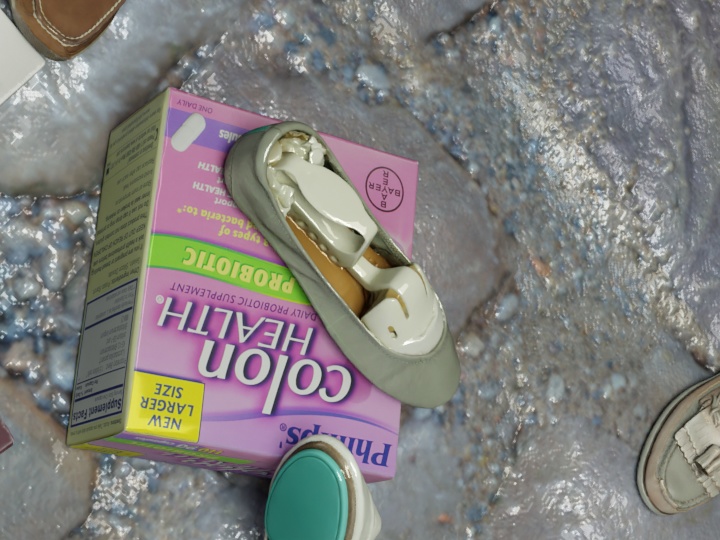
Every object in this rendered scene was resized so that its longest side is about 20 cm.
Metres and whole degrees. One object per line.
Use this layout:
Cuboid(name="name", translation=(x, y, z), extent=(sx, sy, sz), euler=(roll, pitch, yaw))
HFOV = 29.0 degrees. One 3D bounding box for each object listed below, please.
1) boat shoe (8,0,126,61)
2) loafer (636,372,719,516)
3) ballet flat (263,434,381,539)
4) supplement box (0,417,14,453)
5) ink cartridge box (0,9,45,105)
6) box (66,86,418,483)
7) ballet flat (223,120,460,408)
Cuboid(name="boat shoe", translation=(-0.147, -0.213, 0.841), extent=(0.076, 0.071, 0.202), euler=(38, 54, -27))
Cuboid(name="loafer", translation=(0.287, 0.111, 1.056), extent=(0.199, 0.063, 0.072), euler=(-36, 99, -32))
Cuboid(name="ballet flat", translation=(-0.023, 0.165, 0.804), extent=(0.069, 0.202, 0.070), euler=(11, 33, -7))
Cuboid(name="supplement box", translation=(-0.286, 0.090, 0.678), extent=(0.200, 0.085, 0.111), euler=(-38, 120, -32))
Cuboid(name="ink cartridge box", translation=(-0.302, -0.116, 0.757), extent=(0.177, 0.045, 0.200), euler=(49, 59, -15))
Cuboid(name="box", translation=(-0.067, 0.017, 0.840), extent=(0.174, 0.096, 0.202), euler=(14, 73, -28))
Cuboid(name="ballet flat", translation=(0.000, 0.000, 0.791), extent=(0.200, 0.064, 0.067), euler=(50, 59, -13))
